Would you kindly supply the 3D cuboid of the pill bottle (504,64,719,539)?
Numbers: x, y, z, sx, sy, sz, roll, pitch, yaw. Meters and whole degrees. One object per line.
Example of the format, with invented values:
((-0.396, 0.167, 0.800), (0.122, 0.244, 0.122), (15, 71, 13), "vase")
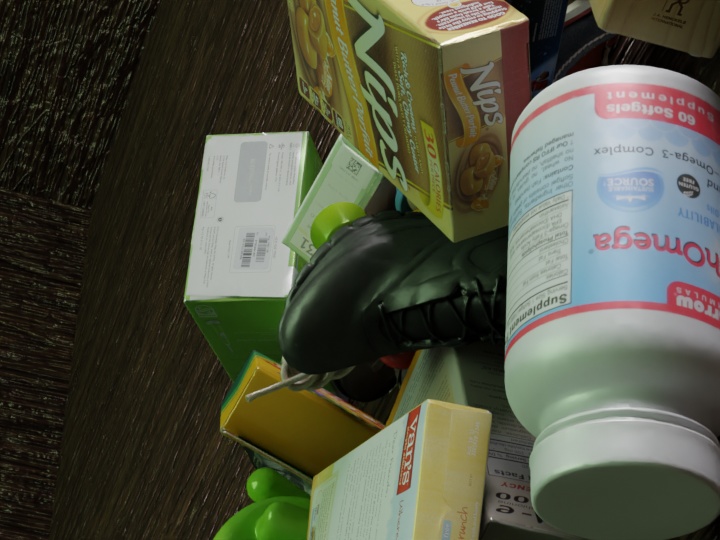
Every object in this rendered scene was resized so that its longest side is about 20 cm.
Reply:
((0.120, 0.015, 0.855), (0.109, 0.109, 0.200), (123, 155, -55), "pill bottle")

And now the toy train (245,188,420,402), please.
((0.000, 0.000, 1.130), (0.116, 0.200, 0.085), (51, 162, 51), "toy train")

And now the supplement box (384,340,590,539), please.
((0.068, 0.124, 1.033), (0.200, 0.073, 0.126), (-98, 25, -55), "supplement box")

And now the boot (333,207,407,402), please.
((0.031, 0.055, 1.257), (0.174, 0.069, 0.200), (-98, 25, -52), "boot")

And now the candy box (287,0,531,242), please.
((0.023, -0.114, 1.017), (0.200, 0.055, 0.116), (-132, 29, -51), "candy box")

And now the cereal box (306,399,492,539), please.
((0.011, 0.160, 0.988), (0.200, 0.039, 0.144), (138, 142, -65), "cereal box")

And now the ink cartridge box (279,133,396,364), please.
((-0.005, -0.033, 1.345), (0.146, 0.048, 0.200), (-39, -15, -53), "ink cartridge box")

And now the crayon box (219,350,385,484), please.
((-0.027, 0.109, 1.237), (0.051, 0.127, 0.200), (-60, 5, -1), "crayon box")

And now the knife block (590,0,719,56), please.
((0.169, -0.206, 0.921), (0.200, 0.064, 0.176), (-96, 24, -54), "knife block")

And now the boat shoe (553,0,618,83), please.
((0.113, -0.104, 1.095), (0.063, 0.071, 0.200), (56, 152, 6), "boat shoe")

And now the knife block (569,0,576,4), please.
((0.094, -0.134, 1.187), (0.200, 0.064, 0.176), (-132, 55, -73), "knife block")

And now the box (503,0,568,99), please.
((0.059, -0.144, 1.037), (0.200, 0.038, 0.137), (96, 151, -49), "box")

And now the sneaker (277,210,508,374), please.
((0.049, 0.007, 1.019), (0.076, 0.200, 0.091), (62, -178, -41), "sneaker")

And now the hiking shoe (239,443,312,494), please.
((-0.052, 0.168, 1.435), (0.200, 0.076, 0.101), (-147, 65, -64), "hiking shoe")

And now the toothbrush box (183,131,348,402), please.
((-0.063, 0.005, 1.464), (0.200, 0.086, 0.146), (69, -157, -59), "toothbrush box")

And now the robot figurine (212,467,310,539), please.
((-0.056, 0.223, 1.250), (0.200, 0.115, 0.176), (118, 170, -60), "robot figurine")
